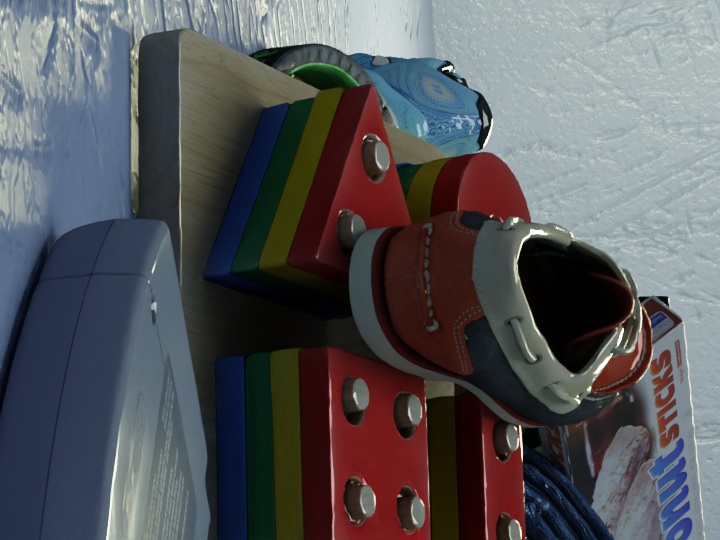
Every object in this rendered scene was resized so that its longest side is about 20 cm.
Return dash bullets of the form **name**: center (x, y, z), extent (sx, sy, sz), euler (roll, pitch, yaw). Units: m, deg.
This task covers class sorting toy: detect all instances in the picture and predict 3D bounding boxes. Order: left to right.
- **sorting toy**: center (0.002, 0.026, 0.926), extent (0.200, 0.069, 0.200), euler (20, 65, -58)

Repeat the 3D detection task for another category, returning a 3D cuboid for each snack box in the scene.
- **snack box**: center (0.122, 0.096, 1.150), extent (0.024, 0.072, 0.200), euler (42, -20, 34)

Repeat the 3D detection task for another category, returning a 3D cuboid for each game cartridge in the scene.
- **game cartridge**: center (-0.071, 0.084, 0.681), extent (0.200, 0.040, 0.134), euler (-87, 176, -50)

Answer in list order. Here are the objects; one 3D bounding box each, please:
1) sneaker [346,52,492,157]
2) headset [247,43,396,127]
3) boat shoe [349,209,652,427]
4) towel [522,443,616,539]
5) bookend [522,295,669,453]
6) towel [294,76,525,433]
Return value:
- **sneaker**: center (0.010, -0.071, 1.248), extent (0.200, 0.090, 0.079), euler (-149, -127, -70)
- **headset**: center (0.000, 0.000, 1.052), extent (0.124, 0.094, 0.201), euler (-52, 131, -43)
- **boat shoe**: center (0.068, 0.016, 0.913), extent (0.200, 0.062, 0.072), euler (19, 64, -60)
- **towel**: center (0.050, 0.168, 1.152), extent (0.112, 0.200, 0.048), euler (52, 43, 4)
- **bookend**: center (0.058, 0.122, 1.258), extent (0.092, 0.198, 0.201), euler (-85, 172, -60)
- **towel**: center (0.015, -0.009, 1.131), extent (0.200, 0.018, 0.086), euler (48, -41, 29)
